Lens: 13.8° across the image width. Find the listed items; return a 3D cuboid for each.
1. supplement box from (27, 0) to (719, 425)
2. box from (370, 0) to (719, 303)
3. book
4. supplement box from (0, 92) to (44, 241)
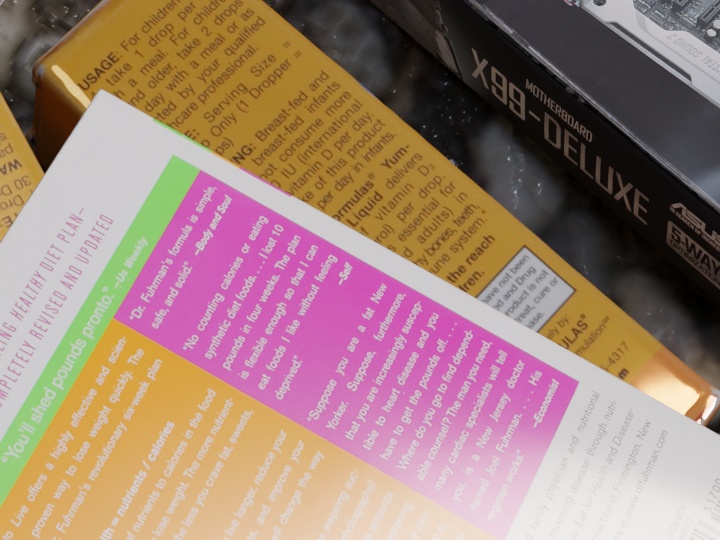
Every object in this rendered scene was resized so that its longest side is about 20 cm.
[{"bbox_3d":[0.000,0.000,0.824,0.200,0.067,0.069,40,69,7],"label":"supplement box"},{"bbox_3d":[0.126,-0.103,0.885,0.200,0.050,0.158,-39,68,-19],"label":"box"},{"bbox_3d":[-0.005,0.059,0.689,0.200,0.048,0.134,30,62,-1],"label":"book"},{"bbox_3d":[-0.138,-0.041,0.827,0.069,0.067,0.200,-27,75,-17],"label":"supplement box"}]
